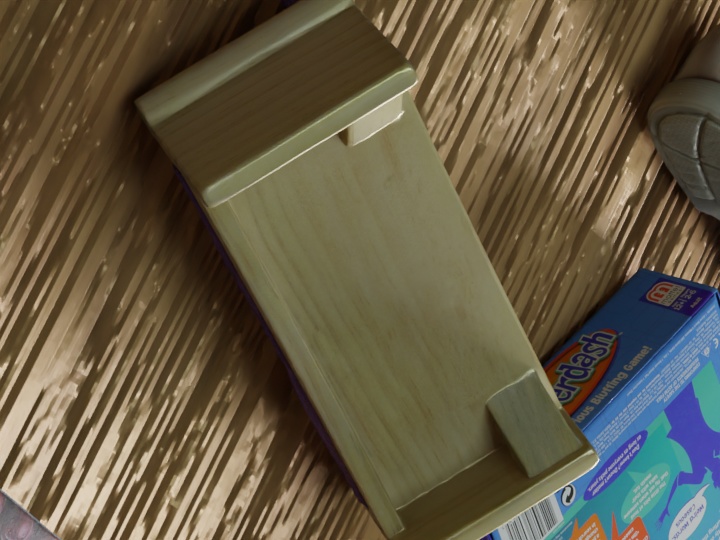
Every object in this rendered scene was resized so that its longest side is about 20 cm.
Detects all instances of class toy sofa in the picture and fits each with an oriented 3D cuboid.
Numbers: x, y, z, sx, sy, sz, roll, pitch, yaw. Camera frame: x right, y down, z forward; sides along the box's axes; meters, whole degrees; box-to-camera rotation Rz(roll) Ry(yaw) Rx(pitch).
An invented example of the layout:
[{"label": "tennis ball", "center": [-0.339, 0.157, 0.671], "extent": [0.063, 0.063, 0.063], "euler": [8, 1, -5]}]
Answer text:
[{"label": "toy sofa", "center": [0.000, 0.000, 0.911], "extent": [0.083, 0.098, 0.200], "euler": [-32, 128, -5]}]

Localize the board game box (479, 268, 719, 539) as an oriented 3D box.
[{"label": "board game box", "center": [0.109, 0.124, 1.075], "extent": [0.152, 0.045, 0.200], "euler": [-42, 129, -29]}]

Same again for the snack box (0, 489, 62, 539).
[{"label": "snack box", "center": [-0.185, 0.091, 0.758], "extent": [0.142, 0.053, 0.200], "euler": [-57, 134, -15]}]

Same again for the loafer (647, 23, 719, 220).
[{"label": "loafer", "center": [0.187, -0.023, 1.095], "extent": [0.063, 0.072, 0.200], "euler": [-58, 132, -25]}]
